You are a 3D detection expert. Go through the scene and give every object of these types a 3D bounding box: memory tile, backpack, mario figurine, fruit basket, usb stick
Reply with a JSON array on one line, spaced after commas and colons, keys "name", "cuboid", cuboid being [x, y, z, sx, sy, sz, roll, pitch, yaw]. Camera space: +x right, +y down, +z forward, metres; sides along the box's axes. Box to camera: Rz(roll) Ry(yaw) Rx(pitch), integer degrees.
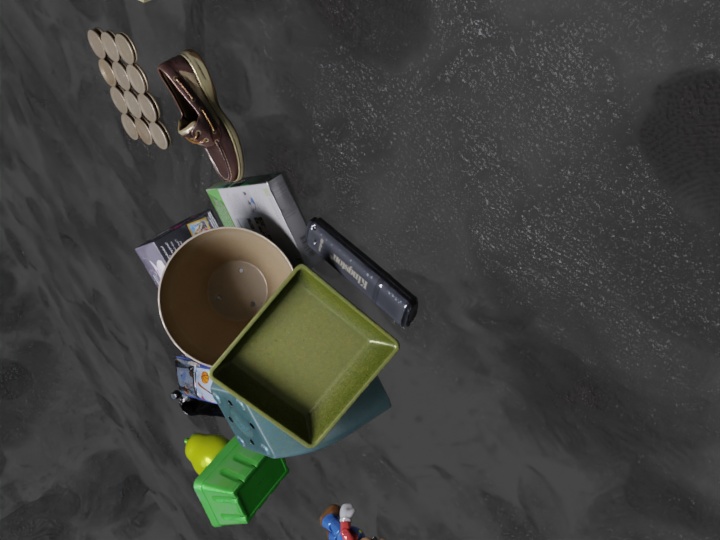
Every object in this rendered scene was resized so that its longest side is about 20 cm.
[{"name": "memory tile", "cuboid": [-0.384, -0.303, 1.363, 0.153, 0.017, 0.201, 20, 136, 45]}, {"name": "backpack", "cuboid": [-0.213, 0.164, 1.431, 0.190, 0.199, 0.155, 13, 116, 48]}, {"name": "mario figurine", "cuboid": [0.006, 0.530, 1.600, 0.123, 0.107, 0.200, 30, 177, -33]}, {"name": "fruit basket", "cuboid": [-0.286, 0.427, 1.759, 0.215, 0.215, 0.156, 16, 132, 47]}, {"name": "usb stick", "cuboid": [0.000, 0.000, 1.101, 0.200, 0.033, 0.056, 41, 148, 24]}]

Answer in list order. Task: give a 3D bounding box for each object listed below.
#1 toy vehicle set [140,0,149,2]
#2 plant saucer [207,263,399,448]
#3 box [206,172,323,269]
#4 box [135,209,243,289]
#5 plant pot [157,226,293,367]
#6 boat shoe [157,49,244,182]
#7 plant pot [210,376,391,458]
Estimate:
[{"name": "toy vehicle set", "cuboid": [-0.366, -0.470, 1.160, 0.200, 0.026, 0.125, 33, 143, 33]}, {"name": "plant saucer", "cuboid": [-0.079, 0.116, 1.141, 0.200, 0.200, 0.048, 40, -178, -23]}, {"name": "box", "cuboid": [-0.149, -0.072, 1.242, 0.199, 0.036, 0.145, 2, 122, 53]}, {"name": "box", "cuboid": [-0.291, -0.013, 1.389, 0.133, 0.114, 0.200, 61, 160, -11]}, {"name": "plant pot", "cuboid": [-0.188, 0.035, 1.212, 0.201, 0.200, 0.134, 58, 179, -5]}, {"name": "boat shoe", "cuboid": [-0.234, -0.212, 1.183, 0.072, 0.072, 0.201, 14, 130, 49]}, {"name": "plant pot", "cuboid": [-0.111, 0.181, 1.272, 0.195, 0.200, 0.197, -2, 119, 55]}]
